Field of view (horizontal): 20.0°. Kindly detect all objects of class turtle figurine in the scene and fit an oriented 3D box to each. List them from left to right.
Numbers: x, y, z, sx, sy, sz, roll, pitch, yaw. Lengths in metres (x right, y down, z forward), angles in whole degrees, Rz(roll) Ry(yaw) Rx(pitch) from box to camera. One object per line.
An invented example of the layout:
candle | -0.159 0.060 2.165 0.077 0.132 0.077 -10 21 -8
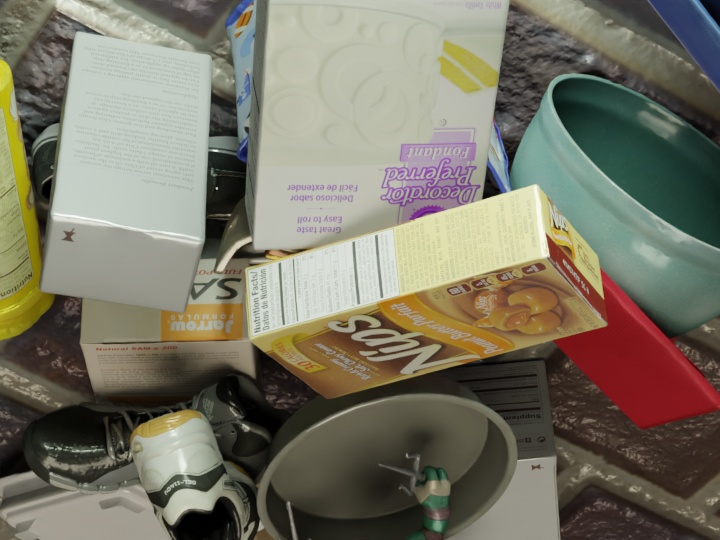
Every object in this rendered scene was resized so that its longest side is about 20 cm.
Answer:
turtle figurine | 0.016 0.223 1.518 0.150 0.101 0.200 -25 144 9

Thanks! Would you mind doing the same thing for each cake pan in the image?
cake pan | 0.018 0.146 1.529 0.200 0.037 0.200 -9 138 -8

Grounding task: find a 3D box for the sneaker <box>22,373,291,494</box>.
sneaker | -0.141 0.110 1.502 0.200 0.075 0.116 4 146 -32

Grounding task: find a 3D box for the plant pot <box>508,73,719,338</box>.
plant pot | 0.180 -0.023 1.428 0.200 0.200 0.134 23 118 -21

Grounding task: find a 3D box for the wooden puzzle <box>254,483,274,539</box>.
wooden puzzle | -0.038 0.240 1.714 0.046 0.185 0.200 -35 137 -20

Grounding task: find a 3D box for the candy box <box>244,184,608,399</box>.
candy box | 0.041 0.017 1.278 0.200 0.055 0.115 -17 151 20

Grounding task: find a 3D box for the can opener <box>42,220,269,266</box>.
can opener | -0.138 -0.008 1.542 0.200 0.053 0.067 -3 127 2

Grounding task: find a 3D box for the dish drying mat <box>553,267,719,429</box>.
dish drying mat | 0.158 0.036 1.363 0.077 0.018 0.200 -21 126 42

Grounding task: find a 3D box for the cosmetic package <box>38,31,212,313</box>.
cosmetic package | -0.157 -0.070 1.387 0.101 0.200 0.071 10 131 -10

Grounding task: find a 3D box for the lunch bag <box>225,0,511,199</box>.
lunch bag | 0.014 -0.109 1.378 0.200 0.170 0.124 27 122 -27

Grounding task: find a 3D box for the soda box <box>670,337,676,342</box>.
soda box | 0.150 0.003 1.552 0.200 0.070 0.063 15 129 -15

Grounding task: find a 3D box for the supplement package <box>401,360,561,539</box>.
supplement package | 0.086 0.188 1.692 0.156 0.111 0.200 -6 132 3

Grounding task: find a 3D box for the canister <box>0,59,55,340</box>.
canister | -0.298 -0.063 1.441 0.148 0.087 0.200 19 135 23

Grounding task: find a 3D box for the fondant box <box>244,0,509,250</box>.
fondant box | 0.008 -0.109 1.238 0.144 0.058 0.200 -1 126 -10

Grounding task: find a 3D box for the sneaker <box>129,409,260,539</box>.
sneaker | -0.115 0.178 1.472 0.076 0.088 0.200 -22 152 4

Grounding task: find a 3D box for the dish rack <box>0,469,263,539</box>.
dish rack | -0.197 0.211 1.697 0.200 0.044 0.172 -20 138 42

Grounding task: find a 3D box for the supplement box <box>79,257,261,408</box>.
supplement box | -0.141 0.070 1.566 0.126 0.074 0.200 -1 150 -1

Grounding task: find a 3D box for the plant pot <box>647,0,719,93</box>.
plant pot | 0.282 -0.215 1.281 0.180 0.200 0.200 -25 129 28

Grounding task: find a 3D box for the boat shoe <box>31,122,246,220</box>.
boat shoe | -0.142 -0.061 1.492 0.200 0.057 0.069 7 132 -8

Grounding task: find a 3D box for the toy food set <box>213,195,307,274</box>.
toy food set | 0.000 0.000 1.419 0.200 0.144 0.060 12 104 -3
